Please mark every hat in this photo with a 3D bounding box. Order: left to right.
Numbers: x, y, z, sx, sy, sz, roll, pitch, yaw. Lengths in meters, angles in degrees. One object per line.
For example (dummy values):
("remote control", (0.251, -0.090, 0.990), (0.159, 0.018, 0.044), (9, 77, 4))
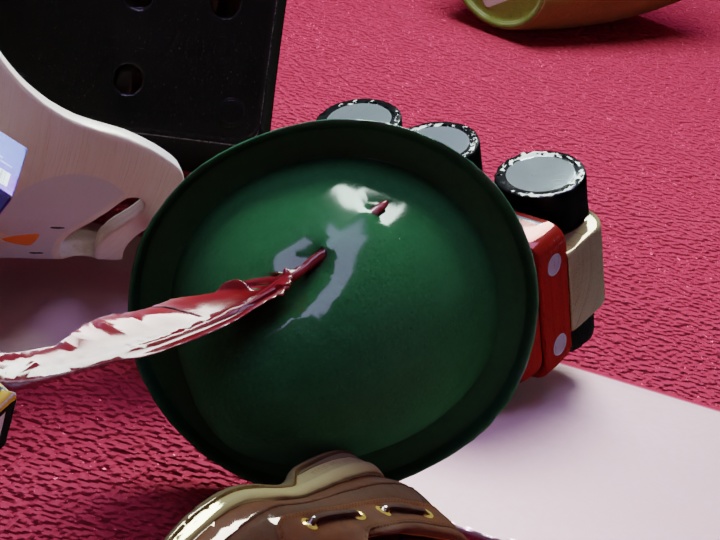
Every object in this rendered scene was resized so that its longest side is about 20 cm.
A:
("hat", (-0.023, 0.044, 0.935), (0.199, 0.166, 0.176), (-18, 16, 6))

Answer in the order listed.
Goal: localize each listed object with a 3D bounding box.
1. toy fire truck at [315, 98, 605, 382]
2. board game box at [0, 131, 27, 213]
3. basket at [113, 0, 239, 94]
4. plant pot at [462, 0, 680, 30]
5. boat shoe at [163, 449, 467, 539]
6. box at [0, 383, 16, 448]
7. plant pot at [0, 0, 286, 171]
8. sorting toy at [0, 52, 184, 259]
("toy fire truck", (0.000, 0.000, 1.170), (0.175, 0.129, 0.200), (19, 41, 33))
("board game box", (-0.258, -0.045, 0.984), (0.200, 0.135, 0.045), (33, 25, -16))
("basket", (-0.150, -0.184, 1.378), (0.197, 0.201, 0.161), (6, 10, -13))
("plant pot", (0.163, -0.263, 1.863), (0.187, 0.188, 0.200), (24, 39, 30))
("boat shoe", (-0.022, 0.118, 0.882), (0.067, 0.072, 0.200), (19, 19, 24))
("box", (-0.245, 0.039, 0.818), (0.200, 0.049, 0.160), (39, 60, 11))
("plant pot", (-0.121, -0.145, 1.214), (0.199, 0.201, 0.177), (7, 8, -14))
("sorting toy", (-0.182, -0.042, 1.116), (0.179, 0.107, 0.200), (10, -21, -19))
